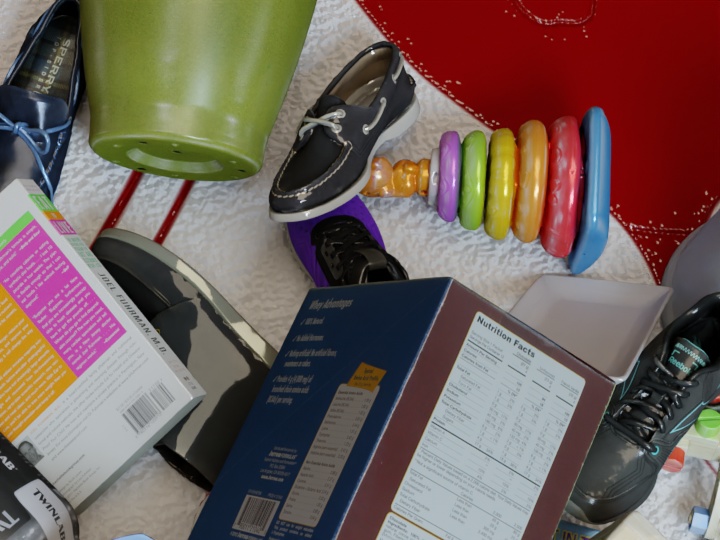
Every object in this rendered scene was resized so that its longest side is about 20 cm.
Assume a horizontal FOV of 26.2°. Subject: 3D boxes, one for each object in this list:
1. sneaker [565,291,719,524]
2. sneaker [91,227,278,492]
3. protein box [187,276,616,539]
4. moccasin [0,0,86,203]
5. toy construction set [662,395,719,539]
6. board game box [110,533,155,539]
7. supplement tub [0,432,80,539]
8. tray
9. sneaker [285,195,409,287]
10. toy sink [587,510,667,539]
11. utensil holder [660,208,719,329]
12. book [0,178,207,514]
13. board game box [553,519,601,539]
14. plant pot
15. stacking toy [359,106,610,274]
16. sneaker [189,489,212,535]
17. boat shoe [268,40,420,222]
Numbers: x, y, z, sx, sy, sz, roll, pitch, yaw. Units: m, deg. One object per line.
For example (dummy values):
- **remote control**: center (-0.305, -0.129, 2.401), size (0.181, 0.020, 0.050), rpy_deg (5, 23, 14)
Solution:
- **sneaker**: center (0.197, 0.088, 1.065), size (0.075, 0.079, 0.200), rpy_deg (33, 58, 16)
- **sneaker**: center (-0.139, 0.063, 1.109), size (0.200, 0.075, 0.106), rpy_deg (41, 69, 6)
- **protein box**: center (0.019, 0.125, 0.963), size (0.135, 0.198, 0.201), rpy_deg (32, 73, -22)
- **moccasin**: center (-0.254, -0.121, 1.164), size (0.080, 0.068, 0.201), rpy_deg (11, 68, -5)
- **toy construction set**: center (0.209, 0.138, 1.128), size (0.199, 0.092, 0.132), rpy_deg (22, 53, -6)
- **board game box**: center (-0.128, 0.253, 0.971), size (0.199, 0.039, 0.159), rpy_deg (31, 92, -14)
- **supplement tub**: center (-0.273, 0.160, 1.024), size (0.200, 0.123, 0.123), rpy_deg (43, 69, 8)
- **tray**: center (0.158, 0.046, 1.116), size (0.107, 0.200, 0.022), rpy_deg (5, 109, 20)
- **sneaker**: center (0.001, 0.000, 1.140), size (0.069, 0.100, 0.201), rpy_deg (-16, 69, -15)
- **toy sink**: center (0.128, 0.266, 0.986), size (0.112, 0.130, 0.200), rpy_deg (44, 70, 8)
- **utensil holder**: center (0.333, 0.001, 1.143), size (0.169, 0.200, 0.171), rpy_deg (3, 69, -7)
- **book**: center (-0.218, 0.054, 1.079), size (0.134, 0.048, 0.200), rpy_deg (-42, 80, 14)
- **board game box**: center (0.091, 0.266, 1.080), size (0.199, 0.056, 0.197), rpy_deg (16, 67, -3)
- **plant pot**: center (-0.125, -0.173, 1.152), size (0.199, 0.200, 0.194), rpy_deg (7, 80, -7)
- **stacking toy**: center (0.090, -0.068, 1.189), size (0.199, 0.116, 0.110), rpy_deg (3, 70, 2)
- **sneaker**: center (-0.072, 0.241, 1.047), size (0.077, 0.082, 0.201), rpy_deg (-6, 72, -11)
- **boat shoe**: center (-0.015, -0.106, 1.161), size (0.074, 0.061, 0.200), rpy_deg (6, 36, 32)
